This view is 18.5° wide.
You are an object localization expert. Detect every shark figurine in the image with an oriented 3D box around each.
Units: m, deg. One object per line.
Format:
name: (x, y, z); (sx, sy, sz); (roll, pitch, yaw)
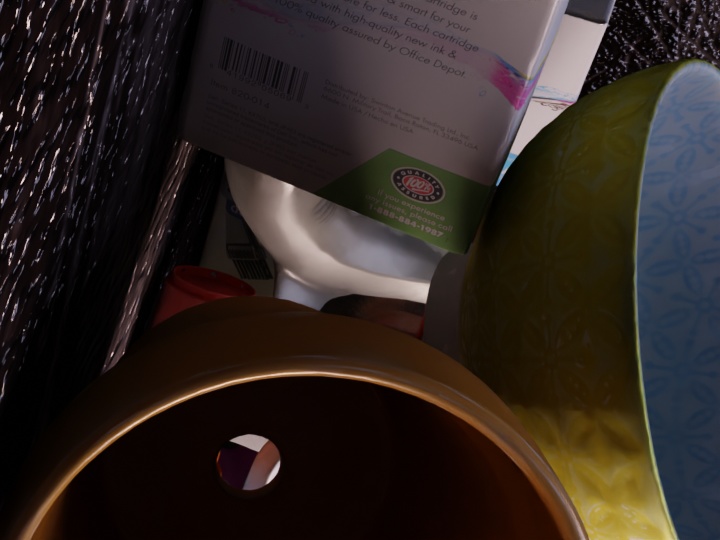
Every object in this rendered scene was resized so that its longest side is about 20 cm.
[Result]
shark figurine: (0.008, 0.007, 0.928); (0.128, 0.214, 0.090); (2, -111, 59)

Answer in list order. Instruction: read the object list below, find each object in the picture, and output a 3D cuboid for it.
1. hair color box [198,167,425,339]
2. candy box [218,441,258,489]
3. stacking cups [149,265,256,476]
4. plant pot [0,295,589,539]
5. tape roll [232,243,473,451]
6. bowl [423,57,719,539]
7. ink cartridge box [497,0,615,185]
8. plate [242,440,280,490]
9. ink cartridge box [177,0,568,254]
hair color box: (-0.013, -0.014, 1.026); (0.064, 0.110, 0.201); (-64, 174, -47)
candy box: (-0.109, 0.185, 1.095); (0.201, 0.061, 0.137); (107, 5, -51)
stacking cups: (-0.084, 0.098, 0.927); (0.061, 0.060, 0.201); (-60, 169, -78)
plant pot: (-0.031, 0.095, 0.776); (0.183, 0.199, 0.202); (-113, -138, -71)
tape roll: (-0.016, 0.064, 1.219); (0.203, 0.138, 0.204); (19, 90, -89)
bowl: (0.087, 0.027, 0.832); (0.200, 0.107, 0.202); (20, 68, -62)
ink cartridge box: (0.071, -0.168, 1.248); (0.200, 0.145, 0.148); (105, 5, -65)
plate: (-0.005, 0.112, 1.028); (0.199, 0.032, 0.201); (-28, 146, -44)
ink cartridge box: (0.015, -0.111, 0.734); (0.201, 0.116, 0.068); (109, 5, -48)
